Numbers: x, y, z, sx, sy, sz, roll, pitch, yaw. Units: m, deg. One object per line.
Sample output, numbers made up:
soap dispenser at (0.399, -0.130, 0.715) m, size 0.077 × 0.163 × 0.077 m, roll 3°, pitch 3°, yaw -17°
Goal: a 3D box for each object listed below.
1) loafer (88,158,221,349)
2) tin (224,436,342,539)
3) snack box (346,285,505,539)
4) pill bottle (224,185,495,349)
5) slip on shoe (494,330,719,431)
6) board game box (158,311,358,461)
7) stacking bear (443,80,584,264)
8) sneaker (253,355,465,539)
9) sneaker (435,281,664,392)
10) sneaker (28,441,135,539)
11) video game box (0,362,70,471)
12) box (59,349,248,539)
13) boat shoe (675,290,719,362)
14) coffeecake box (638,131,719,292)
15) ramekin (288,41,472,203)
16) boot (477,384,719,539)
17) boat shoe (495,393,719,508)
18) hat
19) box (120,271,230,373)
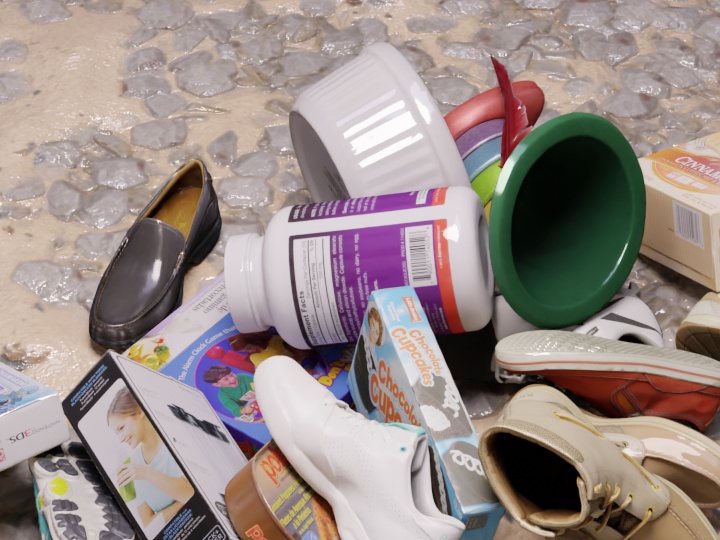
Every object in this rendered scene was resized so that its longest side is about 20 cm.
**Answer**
loafer at (-0.174, -0.015, 1.886) m, size 0.072 × 0.073 × 0.201 m, roll 12°, pitch 42°, yaw 11°
tin at (-0.038, 0.169, 1.616) m, size 0.112 × 0.042 × 0.200 m, roll 53°, pitch 16°, yaw 0°
snack box at (0.045, 0.125, 1.659) m, size 0.037 × 0.117 × 0.201 m, roll -9°, pitch 53°, yaw -19°
pill bottle at (0.000, 0.000, 1.755) m, size 0.198 × 0.113 × 0.113 m, roll -6°, pitch 39°, yaw 12°
slip on shoe at (0.194, 0.086, 1.743) m, size 0.199 × 0.062 × 0.074 m, roll 10°, pitch 10°, yaw -23°
board game box at (-0.054, 0.077, 1.801) m, size 0.134 × 0.045 × 0.200 m, roll 27°, pitch 46°, yaw 27°
stacking bear at (0.142, -0.046, 1.907) m, size 0.113 × 0.122 × 0.200 m, roll -12°, pitch 50°, yaw -26°
sneaker at (0.004, 0.128, 1.598) m, size 0.200 × 0.088 × 0.075 m, roll 55°, pitch 19°, yaw 22°
sneaker at (0.153, 0.063, 1.799) m, size 0.199 × 0.074 × 0.089 m, roll -11°, pitch 44°, yaw -18°
sneaker at (-0.212, 0.182, 1.650) m, size 0.077 × 0.080 × 0.200 m, roll 12°, pitch 21°, yaw -13°
video game box at (-0.338, 0.121, 1.686) m, size 0.181 × 0.047 × 0.200 m, roll -26°, pitch 22°, yaw -25°
box at (-0.124, 0.157, 1.635) m, size 0.060 × 0.116 × 0.200 m, roll -46°, pitch 53°, yaw 11°
boat shoe at (0.355, 0.058, 1.810) m, size 0.199 × 0.074 × 0.067 m, roll 16°, pitch 48°, yaw 17°
coffeecake box at (0.337, -0.064, 1.923) m, size 0.199 × 0.074 × 0.153 m, roll -18°, pitch 24°, yaw -22°
ramekin at (0.015, -0.081, 1.881) m, size 0.094 × 0.203 × 0.203 m, roll -25°, pitch 45°, yaw -12°
boot at (0.170, 0.168, 1.594) m, size 0.200 × 0.073 × 0.155 m, roll 45°, pitch 13°, yaw 5°
boat shoe at (0.189, 0.150, 1.707) m, size 0.199 × 0.072 × 0.065 m, roll 11°, pitch 44°, yaw 27°
hat at (0.118, -0.055, 1.827) m, size 0.199 × 0.167 × 0.175 m, roll -31°, pitch 27°, yaw -33°
box at (-0.148, 0.065, 1.816) m, size 0.039 × 0.042 × 0.200 m, roll 27°, pitch 45°, yaw 26°
